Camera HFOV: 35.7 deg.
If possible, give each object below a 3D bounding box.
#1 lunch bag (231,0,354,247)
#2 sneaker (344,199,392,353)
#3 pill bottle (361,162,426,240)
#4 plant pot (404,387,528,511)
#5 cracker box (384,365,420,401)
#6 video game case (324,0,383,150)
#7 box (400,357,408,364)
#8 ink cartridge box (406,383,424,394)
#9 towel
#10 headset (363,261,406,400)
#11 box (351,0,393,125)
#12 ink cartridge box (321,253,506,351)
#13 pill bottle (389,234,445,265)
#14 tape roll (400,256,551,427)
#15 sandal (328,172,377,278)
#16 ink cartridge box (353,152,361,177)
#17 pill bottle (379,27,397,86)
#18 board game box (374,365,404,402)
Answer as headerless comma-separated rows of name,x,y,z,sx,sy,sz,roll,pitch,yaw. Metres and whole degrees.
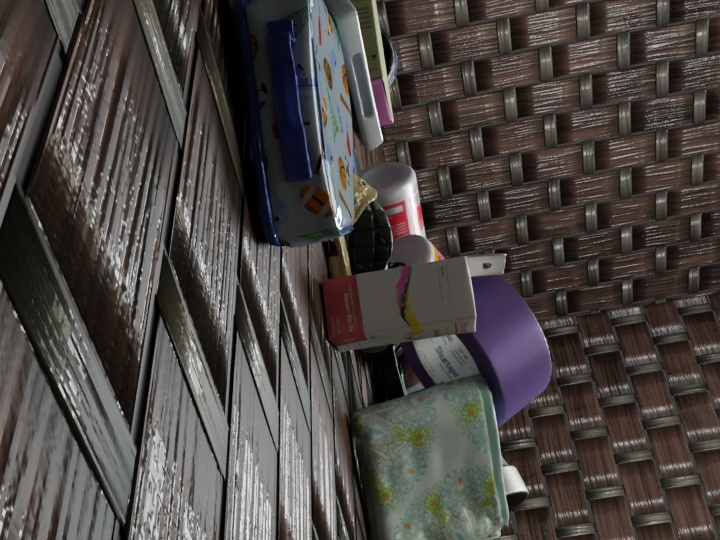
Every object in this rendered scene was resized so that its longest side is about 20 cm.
lunch bag,-0.050,-0.121,0.853,0.160,0.074,0.204,-24,106,-83
sneaker,0.000,0.000,1.399,0.079,0.074,0.204,-114,-159,-68
pill bottle,0.051,-0.066,1.854,0.113,0.110,0.203,-92,172,-61
plant pot,0.095,0.256,1.464,0.200,0.197,0.176,70,-6,-68
cracker box,0.112,0.208,1.755,0.135,0.057,0.200,-59,149,-12
video game case,-0.043,-0.234,1.028,0.201,0.023,0.183,58,-9,30
box,0.068,0.067,1.638,0.199,0.038,0.140,-9,-91,62
ink cartridge box,0.104,0.280,1.617,0.067,0.114,0.204,-18,116,-45
towel,0.084,0.236,1.287,0.048,0.169,0.204,15,-63,64
headset,0.045,0.093,1.558,0.124,0.092,0.203,65,10,-76
box,-0.021,-0.311,1.494,0.176,0.095,0.204,60,22,-78
ink cartridge box,0.064,0.036,1.210,0.117,0.196,0.069,59,22,-78
pill bottle,0.115,0.040,1.805,0.200,0.112,0.114,45,28,-40
tape roll,0.135,0.091,1.374,0.200,0.084,0.202,42,-29,29
sandal,-0.013,-0.073,1.275,0.078,0.068,0.215,-91,171,-63
ink cartridge box,-0.017,-0.108,1.514,0.200,0.038,0.101,-9,91,-85
pill bottle,0.004,-0.330,1.775,0.200,0.110,0.114,-62,142,-82
board game box,0.059,0.149,1.859,0.200,0.060,0.203,-86,167,-69
